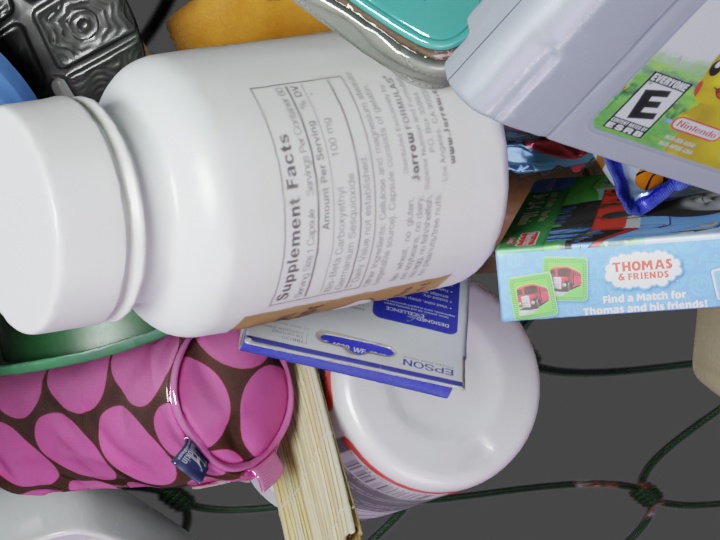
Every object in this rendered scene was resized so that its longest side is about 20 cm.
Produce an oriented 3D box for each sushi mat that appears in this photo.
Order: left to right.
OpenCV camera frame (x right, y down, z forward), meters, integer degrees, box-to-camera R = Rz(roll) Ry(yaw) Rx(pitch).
[{"bbox_3d":[-0.037,0.072,1.160,0.012,0.201,0.096,-1,145,-22],"label":"sushi mat"}]

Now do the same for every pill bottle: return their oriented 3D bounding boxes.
[{"bbox_3d":[-0.050,-0.034,0.908,0.199,0.115,0.114,-11,151,-30],"label":"pill bottle"},{"bbox_3d":[0.008,0.075,1.222,0.113,0.114,0.200,0,168,-21],"label":"pill bottle"}]

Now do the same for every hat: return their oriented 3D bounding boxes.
[{"bbox_3d":[-0.140,-0.055,1.092,0.165,0.177,0.200,-16,-172,8],"label":"hat"}]

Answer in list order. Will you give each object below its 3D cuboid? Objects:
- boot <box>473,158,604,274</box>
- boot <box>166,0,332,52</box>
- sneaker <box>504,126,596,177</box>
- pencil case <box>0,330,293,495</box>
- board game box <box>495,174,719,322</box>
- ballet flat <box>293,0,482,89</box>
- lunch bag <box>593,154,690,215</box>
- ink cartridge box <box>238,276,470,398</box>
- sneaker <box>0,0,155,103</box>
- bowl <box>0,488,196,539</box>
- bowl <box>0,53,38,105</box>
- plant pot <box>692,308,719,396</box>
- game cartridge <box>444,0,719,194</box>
[{"bbox_3d":[0.086,-0.041,1.158,0.199,0.066,0.175,1,145,-20],"label":"boot"},{"bbox_3d":[-0.023,-0.131,0.972,0.144,0.071,0.201,-17,145,17],"label":"boot"},{"bbox_3d":[0.136,-0.102,1.068,0.199,0.080,0.096,-12,145,-4],"label":"sneaker"},{"bbox_3d":[-0.125,0.075,1.172,0.200,0.091,0.094,-7,121,47],"label":"pencil case"},{"bbox_3d":[0.167,-0.017,0.977,0.199,0.037,0.151,-3,-168,11],"label":"board game box"},{"bbox_3d":[-0.032,-0.139,0.884,0.067,0.200,0.064,-52,178,-10],"label":"ballet flat"},{"bbox_3d":[0.104,-0.146,0.899,0.123,0.170,0.200,-23,149,6],"label":"lunch bag"},{"bbox_3d":[0.000,0.000,1.025,0.099,0.200,0.039,14,122,-3],"label":"ink cartridge box"},{"bbox_3d":[-0.119,-0.083,1.004,0.075,0.115,0.201,-29,112,4],"label":"sneaker"},{"bbox_3d":[-0.204,0.190,1.405,0.199,0.075,0.200,-25,148,18],"label":"bowl"},{"bbox_3d":[-0.224,-0.053,0.953,0.200,0.039,0.201,14,141,12],"label":"bowl"},{"bbox_3d":[0.282,0.002,1.163,0.199,0.201,0.177,7,177,-31],"label":"plant pot"},{"bbox_3d":[0.142,-0.089,0.817,0.200,0.041,0.133,13,128,-40],"label":"game cartridge"}]
